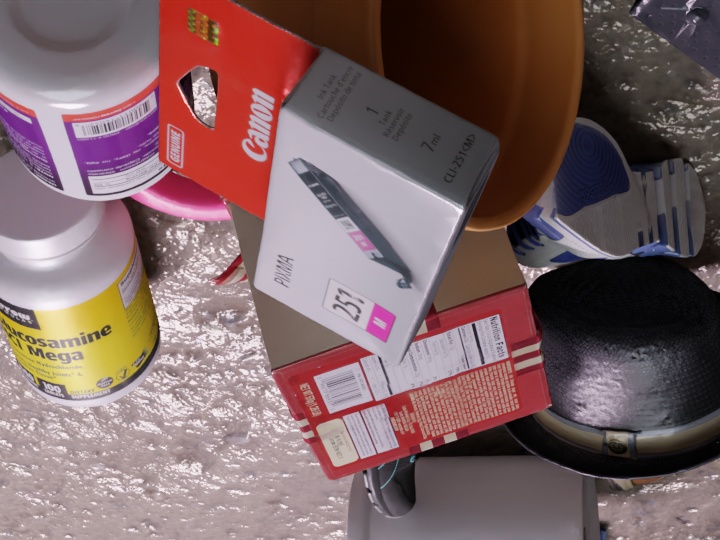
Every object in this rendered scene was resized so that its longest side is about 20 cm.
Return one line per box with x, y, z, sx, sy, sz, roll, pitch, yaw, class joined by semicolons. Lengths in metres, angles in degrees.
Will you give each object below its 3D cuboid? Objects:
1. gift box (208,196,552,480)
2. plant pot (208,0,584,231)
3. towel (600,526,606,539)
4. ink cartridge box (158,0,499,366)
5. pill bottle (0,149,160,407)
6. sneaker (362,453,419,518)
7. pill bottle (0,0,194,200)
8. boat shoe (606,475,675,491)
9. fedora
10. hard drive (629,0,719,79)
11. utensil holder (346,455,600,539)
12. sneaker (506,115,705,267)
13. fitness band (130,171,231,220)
0.000;0.000;0.968;0.199;0.187;0.185;-15;146;-2;gift box
0.012;-0.125;0.819;0.140;0.201;0.200;5;149;37;plant pot
0.141;0.283;1.499;0.199;0.024;0.147;2;145;10;towel
-0.034;-0.044;0.744;0.173;0.044;0.200;28;156;5;ink cartridge box
-0.213;0.004;1.104;0.112;0.113;0.200;4;145;7;pill bottle
0.031;0.115;1.212;0.079;0.076;0.201;-10;123;2;sneaker
-0.150;-0.109;0.852;0.112;0.113;0.200;10;164;-1;pill bottle
0.220;0.110;1.200;0.073;0.076;0.200;-7;151;13;boat shoe
0.178;0.045;1.024;0.200;0.201;0.092;-4;132;18;fedora
0.257;-0.168;0.812;0.135;0.042;0.200;29;141;-25;hard drive
0.102;0.242;1.325;0.199;0.171;0.170;-4;143;14;utensil holder
0.127;-0.036;0.964;0.115;0.081;0.199;-9;168;36;sneaker
-0.118;-0.104;0.995;0.143;0.038;0.200;3;144;9;fitness band
